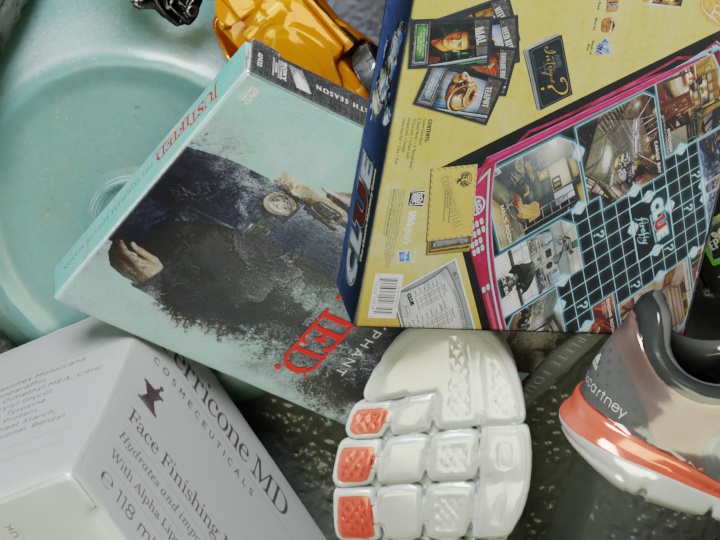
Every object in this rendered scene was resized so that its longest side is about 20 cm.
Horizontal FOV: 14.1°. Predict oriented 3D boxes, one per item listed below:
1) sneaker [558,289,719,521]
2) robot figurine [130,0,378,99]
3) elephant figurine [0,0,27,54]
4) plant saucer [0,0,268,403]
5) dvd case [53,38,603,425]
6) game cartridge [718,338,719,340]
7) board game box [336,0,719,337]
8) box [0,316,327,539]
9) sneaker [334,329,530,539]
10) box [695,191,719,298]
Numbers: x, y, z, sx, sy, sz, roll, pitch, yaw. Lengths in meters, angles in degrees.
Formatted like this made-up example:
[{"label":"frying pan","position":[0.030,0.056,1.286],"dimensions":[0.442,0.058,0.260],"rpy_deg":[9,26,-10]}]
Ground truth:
[{"label":"sneaker","position":[0.179,0.065,1.099],"dimensions":[0.199,0.077,0.082],"rpy_deg":[20,109,-10]},{"label":"robot figurine","position":[-0.020,-0.130,1.127],"dimensions":[0.145,0.058,0.200],"rpy_deg":[-38,101,15]},{"label":"elephant figurine","position":[-0.237,-0.131,1.159],"dimensions":[0.199,0.156,0.142],"rpy_deg":[14,159,18]},{"label":"plant saucer","position":[-0.089,-0.026,1.206],"dimensions":[0.199,0.036,0.201],"rpy_deg":[5,113,11]},{"label":"dvd case","position":[0.000,0.000,1.150],"dimensions":[0.199,0.022,0.146],"rpy_deg":[24,129,-26]},{"label":"game cartridge","position":[0.235,0.082,1.159],"dimensions":[0.200,0.042,0.133],"rpy_deg":[43,122,-15]},{"label":"board game box","position":[0.073,-0.071,1.070],"dimensions":[0.135,0.035,0.201],"rpy_deg":[3,118,-15]},{"label":"box","position":[-0.129,0.148,1.216],"dimensions":[0.199,0.131,0.199],"rpy_deg":[-22,116,24]},{"label":"sneaker","position":[0.033,0.101,1.189],"dimensions":[0.077,0.082,0.201],"rpy_deg":[8,116,10]},{"label":"box","position":[0.177,-0.111,1.102],"dimensions":[0.199,0.048,0.194],"rpy_deg":[-22,110,20]}]
